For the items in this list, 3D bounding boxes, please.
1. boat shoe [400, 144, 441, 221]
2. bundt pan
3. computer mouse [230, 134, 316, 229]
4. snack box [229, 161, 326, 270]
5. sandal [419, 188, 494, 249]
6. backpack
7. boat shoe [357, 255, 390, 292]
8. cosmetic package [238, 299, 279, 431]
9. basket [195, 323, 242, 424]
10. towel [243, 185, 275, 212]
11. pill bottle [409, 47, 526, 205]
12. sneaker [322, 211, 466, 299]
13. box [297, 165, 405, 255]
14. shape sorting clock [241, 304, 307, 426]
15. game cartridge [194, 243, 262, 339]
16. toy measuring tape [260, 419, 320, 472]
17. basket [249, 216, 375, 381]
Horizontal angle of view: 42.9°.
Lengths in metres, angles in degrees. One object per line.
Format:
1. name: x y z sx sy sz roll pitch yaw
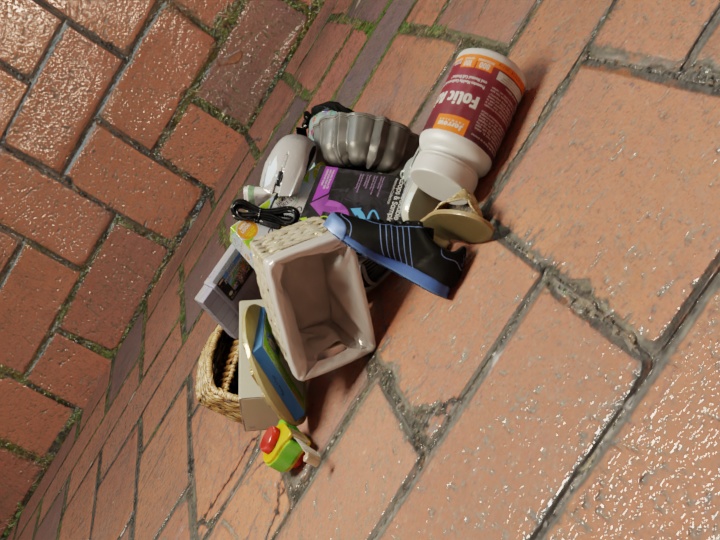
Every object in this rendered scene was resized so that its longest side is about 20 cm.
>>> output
1. boat shoe: 0.102 -0.148 1.405 0.071 0.070 0.203 5 55 41
2. bundt pan: 0.007 -0.189 1.569 0.201 0.199 0.077 -22 54 60
3. computer mouse: -0.128 -0.156 1.479 0.044 0.108 0.202 89 -163 -56
4. snack box: -0.093 -0.065 1.492 0.199 0.142 0.053 -38 -14 -23
5. sandal: 0.129 -0.079 1.261 0.071 0.077 0.211 -64 13 -15
6. backpack: -0.045 -0.219 1.798 0.126 0.165 0.203 -30 41 46
7. boat shoe: 0.000 0.000 1.445 0.200 0.073 0.067 -45 34 10
8. cosmetic package: -0.169 0.159 1.559 0.104 0.072 0.202 91 174 -50
9. basket: -0.207 0.156 1.674 0.149 0.141 0.203 -34 31 52
10. towel: -0.112 -0.099 1.663 0.150 0.196 0.031 97 -178 -70
11. pill bottle: 0.152 -0.206 1.321 0.203 0.113 0.114 -65 20 -14
12. sneaker: 0.048 -0.040 1.241 0.079 0.198 0.070 -61 -2 -1
13. box: 0.009 -0.090 1.433 0.036 0.196 0.145 78 -154 -53
14. shape sorting clock: -0.135 0.148 1.438 0.039 0.202 0.201 -25 27 8
15. game cartridge: -0.202 0.007 1.639 0.038 0.130 0.202 21 69 34
16. toy measuring tape: -0.106 0.275 1.361 0.074 0.073 0.200 -60 18 -3
17. basket: -0.073 0.034 1.353 0.134 0.203 0.123 -20 28 -16
